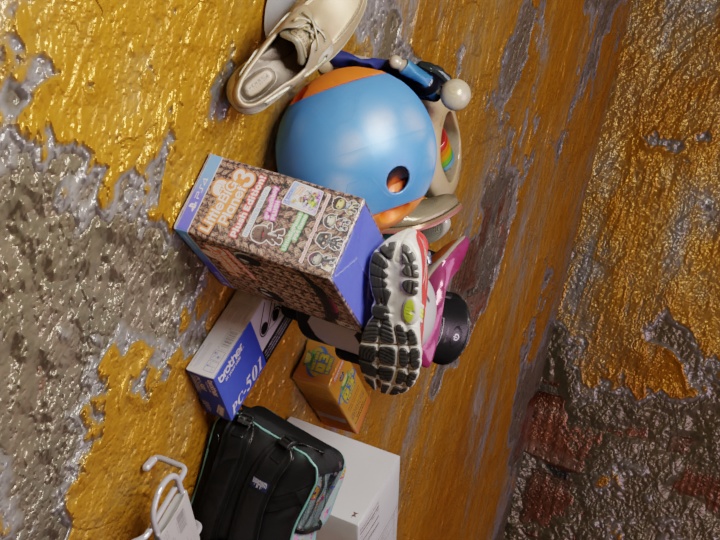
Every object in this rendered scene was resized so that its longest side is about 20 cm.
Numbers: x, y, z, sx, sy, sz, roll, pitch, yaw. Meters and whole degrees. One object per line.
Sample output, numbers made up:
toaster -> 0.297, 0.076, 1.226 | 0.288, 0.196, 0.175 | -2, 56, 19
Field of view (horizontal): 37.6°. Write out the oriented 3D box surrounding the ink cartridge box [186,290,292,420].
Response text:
ink cartridge box -> -0.141, 0.078, 1.333 | 0.201, 0.044, 0.095 | -60, 153, -32

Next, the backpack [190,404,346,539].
backpack -> -0.122, 0.293, 1.360 | 0.203, 0.174, 0.153 | -67, 156, 2

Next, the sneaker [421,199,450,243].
sneaker -> 0.075, -0.087, 1.568 | 0.084, 0.199, 0.075 | -44, 112, -28

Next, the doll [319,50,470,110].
doll -> 0.051, -0.247, 1.360 | 0.136, 0.197, 0.049 | 22, 86, -68

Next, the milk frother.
milk frother -> 0.047, 0.048, 1.683 | 0.186, 0.199, 0.184 | 13, 80, -37

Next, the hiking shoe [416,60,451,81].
hiking shoe -> 0.111, -0.242, 1.687 | 0.087, 0.073, 0.201 | -62, 156, -29

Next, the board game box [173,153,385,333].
board game box -> -0.081, -0.029, 1.190 | 0.098, 0.198, 0.160 | -65, 157, -17

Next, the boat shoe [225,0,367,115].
boat shoe -> -0.065, -0.247, 1.153 | 0.200, 0.072, 0.065 | -43, -167, -4

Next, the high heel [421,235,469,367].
high heel -> 0.119, 0.043, 1.567 | 0.201, 0.096, 0.067 | -51, -166, -26

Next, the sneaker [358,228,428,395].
sneaker -> 0.050, 0.048, 1.201 | 0.085, 0.076, 0.203 | -44, 146, -59

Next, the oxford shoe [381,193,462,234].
oxford shoe -> 0.044, -0.084, 1.420 | 0.197, 0.070, 0.076 | -14, 98, -19

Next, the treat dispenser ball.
treat dispenser ball -> -0.005, -0.146, 1.294 | 0.201, 0.198, 0.203 | -50, 149, -46

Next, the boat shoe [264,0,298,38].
boat shoe -> -0.053, -0.346, 1.210 | 0.068, 0.073, 0.202 | -66, 174, -77

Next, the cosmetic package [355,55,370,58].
cosmetic package -> 0.014, -0.189, 1.488 | 0.105, 0.070, 0.203 | -3, 108, -67

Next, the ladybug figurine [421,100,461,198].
ladybug figurine -> 0.095, -0.173, 1.490 | 0.201, 0.071, 0.138 | 61, 38, -59

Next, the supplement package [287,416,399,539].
supplement package -> -0.056, 0.359, 1.549 | 0.147, 0.189, 0.202 | -49, 149, -47

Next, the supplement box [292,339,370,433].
supplement box -> -0.042, 0.182, 1.627 | 0.067, 0.068, 0.201 | -67, 156, -22

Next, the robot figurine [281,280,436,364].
robot figurine -> -0.003, 0.041, 1.316 | 0.126, 0.197, 0.150 | -69, 157, -13

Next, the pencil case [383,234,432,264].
pencil case -> 0.000, 0.000, 1.479 | 0.198, 0.085, 0.094 | -9, 77, -37

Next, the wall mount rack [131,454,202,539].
wall mount rack -> -0.249, 0.318, 1.209 | 0.175, 0.074, 0.202 | -58, 154, -42
